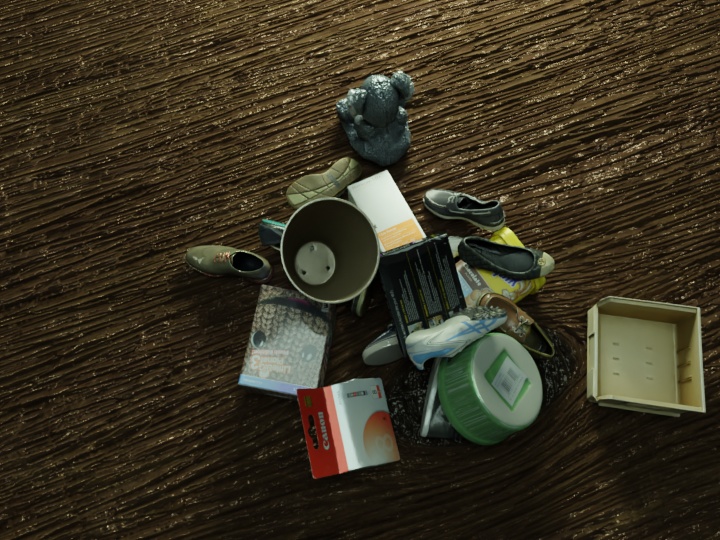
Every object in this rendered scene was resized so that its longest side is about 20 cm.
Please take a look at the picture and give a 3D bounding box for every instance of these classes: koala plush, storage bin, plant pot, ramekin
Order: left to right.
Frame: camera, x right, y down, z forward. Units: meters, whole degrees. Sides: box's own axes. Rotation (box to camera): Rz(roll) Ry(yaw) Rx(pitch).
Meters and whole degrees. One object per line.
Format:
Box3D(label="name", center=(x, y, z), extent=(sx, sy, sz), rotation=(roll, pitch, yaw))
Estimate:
Box3D(label="plant pot", center=(-0.075, -0.027, 1.191), extent=(0.182, 0.200, 0.193), rotation=(1, 84, -14))
Box3D(label="koala plush", center=(0.044, -0.354, 1.350), extent=(0.173, 0.201, 0.188), rotation=(-15, 71, -6))
Box3D(label="ramekin", center=(0.251, 0.218, 1.159), extent=(0.196, 0.097, 0.205), rotation=(14, 61, -25))
Box3D(label="storage bin", center=(0.562, 0.172, 1.219), extent=(0.193, 0.094, 0.205), rotation=(7, 71, 3))

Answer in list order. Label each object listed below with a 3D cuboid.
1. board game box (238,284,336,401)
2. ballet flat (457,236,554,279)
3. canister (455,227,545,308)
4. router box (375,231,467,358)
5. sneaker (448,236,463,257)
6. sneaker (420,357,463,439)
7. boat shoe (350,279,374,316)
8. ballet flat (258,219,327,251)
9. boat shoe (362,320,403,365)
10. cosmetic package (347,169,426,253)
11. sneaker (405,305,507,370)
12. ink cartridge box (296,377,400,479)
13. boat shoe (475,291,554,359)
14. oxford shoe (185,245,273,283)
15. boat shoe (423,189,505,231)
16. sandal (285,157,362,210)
Box3D(label="board game box", center=(-0.142, 0.151, 1.229), extent=(0.155, 0.097, 0.205), rotation=(9, 71, 4))
Box3D(label="ballet flat", center=(0.289, -0.024, 1.217), extent=(0.194, 0.057, 0.068), rotation=(10, 74, 6))
Box3D(label="canister", center=(0.263, 0.027, 1.277), extent=(0.198, 0.087, 0.150), rotation=(-34, 75, -9))
Box3D(label="router box", center=(0.122, 0.046, 1.176), extent=(0.145, 0.051, 0.205), rotation=(-17, 98, -2))
Box3D(label="sneaker", center=(0.143, -0.014, 1.307), extent=(0.195, 0.075, 0.089), rotation=(-20, 79, 2))
Box3D(label="sneaker", center=(0.185, 0.239, 1.215), extent=(0.097, 0.071, 0.205), rotation=(14, 75, 2))
Box3D(label="boat shoe", center=(0.000, -0.001, 1.300), extent=(0.064, 0.072, 0.206), rotation=(9, 66, 9))
Box3D(label="ballet flat", center=(-0.126, -0.064, 1.327), extent=(0.194, 0.073, 0.075), rotation=(8, 70, -3))
Box3D(label="boat shoe", center=(0.084, 0.118, 1.262), extent=(0.196, 0.075, 0.094), rotation=(-21, 55, -6))
Box3D(label="cosmetic package", center=(0.055, -0.100, 1.271), extent=(0.099, 0.072, 0.203), rotation=(-23, 60, -8))
Box3D(label="sneaker", center=(0.180, 0.121, 1.128), extent=(0.196, 0.072, 0.074), rotation=(-22, 104, 2))
Box3D(label="ink cartridge box", center=(-0.019, 0.288, 1.144), extent=(0.050, 0.197, 0.166), rotation=(-28, 66, 36))
Box3D(label="boat shoe", center=(0.311, 0.107, 1.202), extent=(0.198, 0.068, 0.073), rotation=(34, 82, -26))
Box3D(label="oxford shoe", center=(-0.285, -0.025, 1.304), extent=(0.194, 0.075, 0.072), rotation=(8, 71, 3))
Box3D(label="boat shoe", center=(0.222, -0.149, 1.324), extent=(0.197, 0.063, 0.073), rotation=(24, 61, 30))
Box3D(label="sandal", center=(-0.079, -0.186, 1.375), extent=(0.198, 0.054, 0.081), rotation=(-34, 79, -26))
